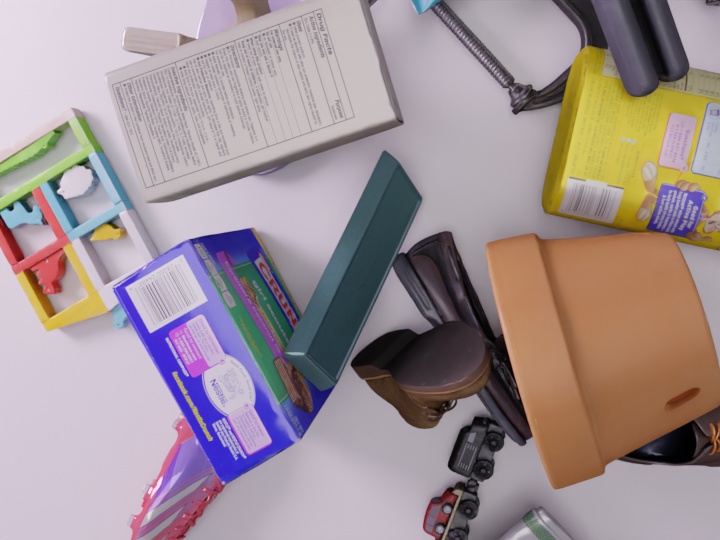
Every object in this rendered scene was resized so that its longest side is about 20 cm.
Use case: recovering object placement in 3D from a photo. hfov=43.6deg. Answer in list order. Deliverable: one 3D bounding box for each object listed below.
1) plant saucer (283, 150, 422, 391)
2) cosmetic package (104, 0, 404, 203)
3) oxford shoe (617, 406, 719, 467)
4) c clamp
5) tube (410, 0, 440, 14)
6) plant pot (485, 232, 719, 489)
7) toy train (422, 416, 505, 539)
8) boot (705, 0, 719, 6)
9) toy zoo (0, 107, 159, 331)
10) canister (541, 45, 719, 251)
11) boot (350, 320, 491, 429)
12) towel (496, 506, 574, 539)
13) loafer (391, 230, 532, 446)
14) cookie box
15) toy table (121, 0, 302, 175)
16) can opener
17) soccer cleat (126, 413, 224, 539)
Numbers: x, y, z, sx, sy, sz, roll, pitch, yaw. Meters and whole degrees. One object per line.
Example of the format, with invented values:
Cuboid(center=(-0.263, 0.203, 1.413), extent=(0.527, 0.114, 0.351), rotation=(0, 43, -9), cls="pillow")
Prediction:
Cuboid(center=(0.000, 0.000, 0.753), extent=(0.019, 0.070, 0.201), rotation=(12, 66, 35), cls="plant saucer")
Cuboid(center=(-0.076, -0.128, 0.675), extent=(0.199, 0.071, 0.106), rotation=(-15, 94, 9), cls="cosmetic package")
Cuboid(center=(0.301, 0.141, 0.765), extent=(0.199, 0.073, 0.072), rotation=(-7, 95, 8), cls="oxford shoe")
Cuboid(center=(0.115, -0.214, 0.785), extent=(0.200, 0.027, 0.171), rotation=(42, 92, 2), cls="c clamp")
Cuboid(center=(0.117, -0.293, 0.753), extent=(0.199, 0.050, 0.078), rotation=(-29, 71, 3), cls="tube")
Cuboid(center=(0.191, 0.055, 0.705), extent=(0.139, 0.200, 0.201), rotation=(-17, 93, 11), cls="plant pot")
Cuboid(center=(0.080, 0.226, 0.821), extent=(0.046, 0.034, 0.201), rotation=(20, 97, 9), cls="toy train")
Cuboid(center=(0.242, -0.275, 0.718), extent=(0.174, 0.069, 0.200), rotation=(38, 101, -24), cls="boot")
Cuboid(center=(-0.274, -0.033, 0.850), extent=(0.131, 0.020, 0.201), rotation=(-28, 91, 9), cls="toy zoo")
Cuboid(center=(0.262, -0.094, 0.736), extent=(0.199, 0.087, 0.150), rotation=(12, 97, 2), cls="canister")
Cuboid(center=(0.062, 0.092, 0.741), extent=(0.073, 0.200, 0.076), rotation=(-38, 99, -18), cls="boot")
Cuboid(center=(0.131, 0.316, 0.811), extent=(0.200, 0.031, 0.149), rotation=(-42, 104, 11), cls="towel")
Cuboid(center=(0.105, 0.057, 0.787), extent=(0.063, 0.072, 0.201), rotation=(-35, 87, 5), cls="loafer")
Cuboid(center=(-0.100, 0.058, 0.746), extent=(0.075, 0.200, 0.172), rotation=(-29, 92, 8), cls="cookie box")
Cuboid(center=(-0.096, -0.183, 0.767), extent=(0.182, 0.117, 0.202), rotation=(-3, 96, 8), cls="toy table")
Cuboid(center=(0.188, -0.224, 0.642), extent=(0.053, 0.067, 0.201), rotation=(-26, 102, -4), cls="can opener")
Cuboid(center=(-0.158, 0.201, 0.837), extent=(0.076, 0.067, 0.201), rotation=(23, 95, 0), cls="soccer cleat")
